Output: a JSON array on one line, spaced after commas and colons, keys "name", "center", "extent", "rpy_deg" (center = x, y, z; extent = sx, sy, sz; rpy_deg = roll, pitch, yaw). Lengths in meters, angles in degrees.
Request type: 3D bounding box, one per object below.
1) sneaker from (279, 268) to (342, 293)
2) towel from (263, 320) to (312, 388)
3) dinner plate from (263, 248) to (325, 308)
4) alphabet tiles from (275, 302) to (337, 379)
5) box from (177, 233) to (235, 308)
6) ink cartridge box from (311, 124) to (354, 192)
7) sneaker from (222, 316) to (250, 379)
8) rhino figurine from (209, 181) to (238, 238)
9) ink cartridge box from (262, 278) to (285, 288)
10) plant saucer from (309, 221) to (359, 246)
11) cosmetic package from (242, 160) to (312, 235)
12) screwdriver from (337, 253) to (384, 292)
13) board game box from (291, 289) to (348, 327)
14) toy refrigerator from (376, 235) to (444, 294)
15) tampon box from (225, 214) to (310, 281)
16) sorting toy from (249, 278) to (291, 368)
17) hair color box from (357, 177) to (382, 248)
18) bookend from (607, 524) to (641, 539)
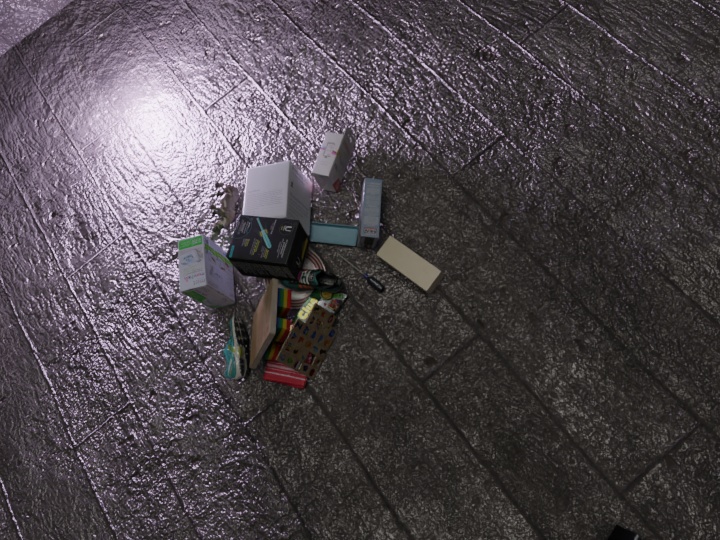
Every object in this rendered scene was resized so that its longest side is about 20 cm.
[{"name": "sneaker", "center": [-0.155, 0.023, 1.653], "extent": [0.198, 0.080, 0.072], "rpy_deg": [5, 72, 4]}, {"name": "towel", "center": [-0.214, 0.256, 1.662], "extent": [0.144, 0.023, 0.201], "rpy_deg": [7, 71, 18]}, {"name": "dinner plate", "center": [-0.209, 0.021, 1.711], "extent": [0.199, 0.024, 0.202], "rpy_deg": [1, 87, -10]}, {"name": "alphabet tiles", "center": [-0.148, 0.205, 1.593], "extent": [0.008, 0.167, 0.201], "rpy_deg": [14, 72, 46]}, {"name": "box", "center": [-0.489, 0.008, 1.719], "extent": [0.096, 0.200, 0.178], "rpy_deg": [-13, 69, 9]}, {"name": "ink cartridge box", "center": [-0.088, -0.382, 1.807], "extent": [0.067, 0.117, 0.201], "rpy_deg": [14, 74, 18]}, {"name": "sneaker", "center": [-0.400, 0.242, 1.685], "extent": [0.079, 0.077, 0.201], "rpy_deg": [-13, 68, 18]}, {"name": "rhino figurine", "center": [-0.477, -0.209, 1.868], "extent": [0.087, 0.060, 0.201], "rpy_deg": [6, 75, 4]}, {"name": "ink cartridge box", "center": [-0.272, 0.003, 1.757], "extent": [0.199, 0.039, 0.100], "rpy_deg": [33, 80, 21]}, {"name": "plant saucer", "center": [-0.103, -0.120, 1.771], "extent": [0.199, 0.019, 0.070], "rpy_deg": [7, 72, 17]}, {"name": "cosmetic package", "center": [-0.269, -0.222, 1.756], "extent": [0.165, 0.167, 0.201], "rpy_deg": [-6, 70, 20]}, {"name": "screwdriver", "center": [0.000, 0.000, 1.695], "extent": [0.200, 0.028, 0.029], "rpy_deg": [43, 114, 19]}, {"name": "board game box", "center": [-0.135, 0.134, 1.665], "extent": [0.104, 0.023, 0.201], "rpy_deg": [29, 72, 14]}, {"name": "toy refrigerator", "center": [0.153, -0.016, 1.647], "extent": [0.200, 0.070, 0.076], "rpy_deg": [36, 89, 23]}, {"name": "tampon box", "center": [-0.276, -0.067, 1.629], "extent": [0.199, 0.126, 0.151], "rpy_deg": [7, 66, 16]}, {"name": "sorting toy", "center": [-0.268, 0.165, 1.615], "extent": [0.069, 0.199, 0.201], "rpy_deg": [14, 45, -21]}, {"name": "hair color box", "center": [0.030, -0.182, 1.711], "extent": [0.060, 0.099, 0.201], "rpy_deg": [6, 71, -5]}, {"name": "bookend", "center": [0.666, 0.685, 1.203], "extent": [0.198, 0.200, 0.092], "rpy_deg": [33, 81, 22]}]
